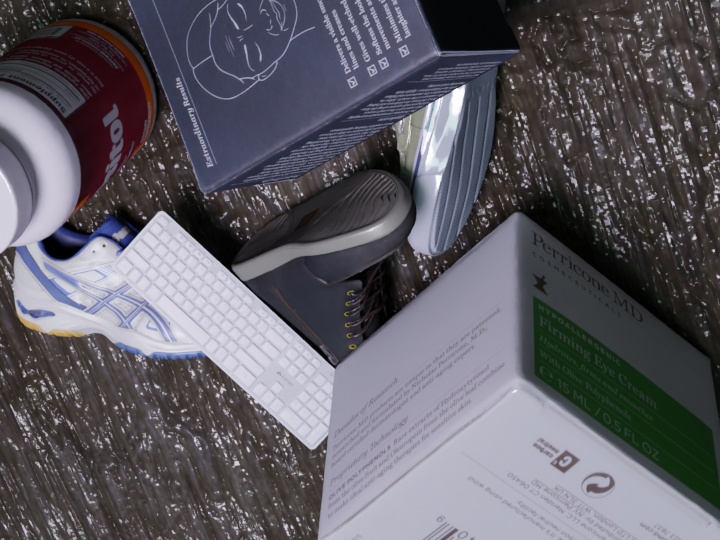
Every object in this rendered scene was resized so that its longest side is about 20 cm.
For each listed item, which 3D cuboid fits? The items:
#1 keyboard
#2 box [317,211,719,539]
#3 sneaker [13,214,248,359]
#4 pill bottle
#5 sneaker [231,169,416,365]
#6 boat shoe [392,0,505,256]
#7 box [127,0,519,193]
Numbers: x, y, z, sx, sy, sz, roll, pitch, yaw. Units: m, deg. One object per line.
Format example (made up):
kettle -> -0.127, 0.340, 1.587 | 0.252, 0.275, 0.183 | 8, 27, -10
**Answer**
keyboard -> -0.088, 0.044, 1.160 | 0.200, 0.011, 0.056 | 43, 92, -9
box -> 0.108, 0.118, 1.072 | 0.198, 0.172, 0.200 | 35, 123, -22
sneaker -> -0.169, 0.007, 1.195 | 0.197, 0.075, 0.089 | 7, 114, 13
pill bottle -> -0.224, -0.087, 1.090 | 0.111, 0.200, 0.114 | 8, 119, 15
sneaker -> 0.000, 0.000, 1.113 | 0.106, 0.075, 0.199 | 46, 152, -16
boat shoe -> 0.051, -0.110, 1.071 | 0.061, 0.072, 0.203 | 21, 114, 28
box -> -0.027, -0.158, 1.005 | 0.199, 0.107, 0.150 | -26, 83, 33
